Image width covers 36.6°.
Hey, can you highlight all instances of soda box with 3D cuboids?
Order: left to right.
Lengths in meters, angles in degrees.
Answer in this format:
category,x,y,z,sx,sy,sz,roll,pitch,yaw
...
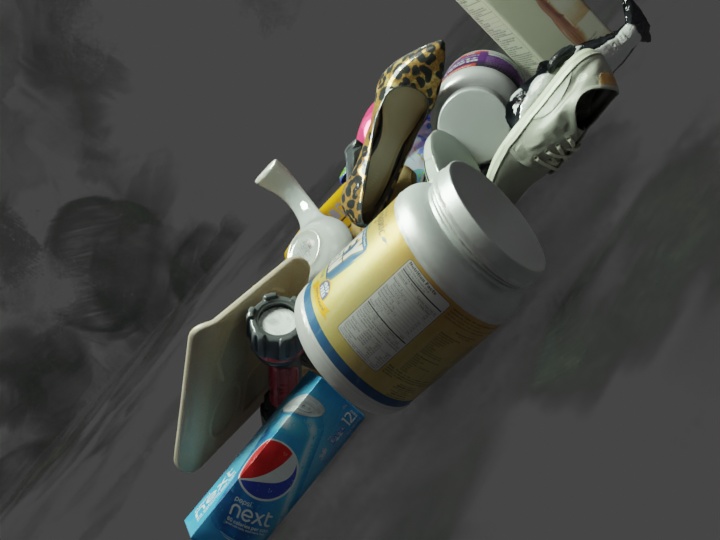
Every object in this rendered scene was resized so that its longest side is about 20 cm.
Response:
category,x,y,z,sx,sy,sz,roll,pitch,yaw
soda box,-0.086,0.199,1.089,0.201,0.064,0.068,-51,12,-8

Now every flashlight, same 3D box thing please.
category,x,y,z,sx,sy,sz,roll,pitch,yaw
flashlight,-0.085,0.112,1.155,0.067,0.068,0.202,-16,-40,-18

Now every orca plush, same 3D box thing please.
category,x,y,z,sx,sy,sz,roll,pitch,yaw
orca plush,0.222,-0.226,1.183,0.201,0.105,0.071,-49,50,-2

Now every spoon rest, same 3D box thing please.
category,x,y,z,sx,sy,sz,roll,pitch,yaw
spoon rest,-0.063,-0.046,1.274,0.099,0.060,0.201,-43,49,19

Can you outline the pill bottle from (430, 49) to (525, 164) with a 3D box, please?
category,x,y,z,sx,sy,sz,roll,pitch,yaw
pill bottle,0.139,-0.189,1.277,0.111,0.111,0.200,-43,8,20

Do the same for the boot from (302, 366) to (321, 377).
category,x,y,z,sx,sy,sz,roll,pitch,yaw
boot,-0.054,0.064,1.376,0.145,0.070,0.201,-58,8,-20

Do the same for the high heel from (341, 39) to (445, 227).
category,x,y,z,sx,sy,sz,roll,pitch,yaw
high heel,0.043,-0.144,1.191,0.201,0.071,0.144,-52,27,34

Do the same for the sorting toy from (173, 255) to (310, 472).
category,x,y,z,sx,sy,sz,roll,pitch,yaw
sorting toy,-0.130,0.095,1.165,0.200,0.036,0.188,-37,-36,-53

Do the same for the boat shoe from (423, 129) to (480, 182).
category,x,y,z,sx,sy,sz,roll,pitch,yaw
boat shoe,0.089,-0.062,1.131,0.064,0.070,0.202,-46,36,36

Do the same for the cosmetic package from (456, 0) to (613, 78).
category,x,y,z,sx,sy,sz,roll,pitch,yaw
cosmetic package,0.205,-0.302,1.290,0.087,0.200,0.103,-47,13,0

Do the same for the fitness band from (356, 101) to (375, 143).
category,x,y,z,sx,sy,sz,roll,pitch,yaw
fitness band,0.069,-0.151,1.389,0.037,0.198,0.146,18,100,40

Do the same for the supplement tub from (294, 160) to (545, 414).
category,x,y,z,sx,sy,sz,roll,pitch,yaw
supplement tub,0.052,0.016,0.965,0.200,0.144,0.145,-43,12,23

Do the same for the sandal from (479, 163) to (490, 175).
category,x,y,z,sx,sy,sz,roll,pitch,yaw
sandal,0.142,-0.098,1.289,0.076,0.043,0.200,-31,10,35

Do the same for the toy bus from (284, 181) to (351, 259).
category,x,y,z,sx,sy,sz,roll,pitch,yaw
toy bus,-0.034,-0.038,1.384,0.065,0.078,0.200,-52,0,34

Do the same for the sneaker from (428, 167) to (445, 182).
category,x,y,z,sx,sy,sz,roll,pitch,yaw
sneaker,0.043,-0.020,1.062,0.201,0.080,0.076,-56,43,32

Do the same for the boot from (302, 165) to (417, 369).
category,x,y,z,sx,sy,sz,roll,pitch,yaw
boot,0.000,0.000,1.251,0.174,0.066,0.203,-27,46,32

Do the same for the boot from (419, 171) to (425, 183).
category,x,y,z,sx,sy,sz,roll,pitch,yaw
boot,0.039,-0.026,1.344,0.174,0.069,0.201,-39,17,37

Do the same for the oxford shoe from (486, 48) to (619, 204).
category,x,y,z,sx,sy,sz,roll,pitch,yaw
oxford shoe,0.196,-0.134,1.127,0.075,0.058,0.201,3,-50,-51

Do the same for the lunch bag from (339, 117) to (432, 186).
category,x,y,z,sx,sy,sz,roll,pitch,yaw
lunch bag,0.070,-0.166,1.550,0.199,0.128,0.170,-40,6,7
